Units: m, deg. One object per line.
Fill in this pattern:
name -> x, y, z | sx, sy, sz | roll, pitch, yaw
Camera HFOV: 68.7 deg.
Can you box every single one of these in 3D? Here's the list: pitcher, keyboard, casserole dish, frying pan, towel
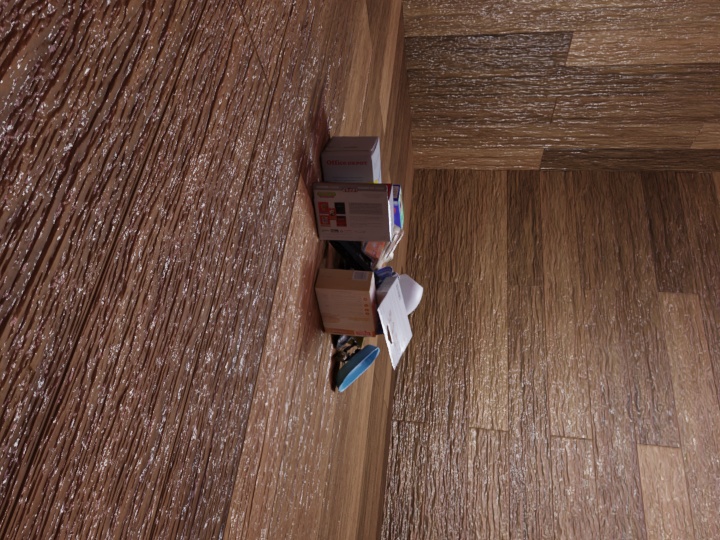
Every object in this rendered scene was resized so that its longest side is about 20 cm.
pitcher -> 0.115, 0.109, 1.776 | 0.201, 0.121, 0.171 | -51, 162, 1
keyboard -> -0.017, -0.035, 1.457 | 0.021, 0.200, 0.128 | -38, 166, -25
casserole dish -> -0.015, 0.311, 1.711 | 0.199, 0.039, 0.122 | -38, 157, -35
frying pan -> -0.039, 0.170, 1.642 | 0.115, 0.031, 0.192 | -43, 156, -36
towel -> 0.050, 0.097, 1.597 | 0.144, 0.024, 0.204 | -25, -124, 57

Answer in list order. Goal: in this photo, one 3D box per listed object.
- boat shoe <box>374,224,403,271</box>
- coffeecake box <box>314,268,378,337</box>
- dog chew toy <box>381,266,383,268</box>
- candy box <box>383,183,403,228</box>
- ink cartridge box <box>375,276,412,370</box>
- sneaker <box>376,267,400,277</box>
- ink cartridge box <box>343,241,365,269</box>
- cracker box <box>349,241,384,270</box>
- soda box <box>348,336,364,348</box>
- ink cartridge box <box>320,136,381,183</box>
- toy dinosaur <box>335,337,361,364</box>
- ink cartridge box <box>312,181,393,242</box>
boat shoe -> 0.080, -0.055, 1.728 | 0.202, 0.064, 0.071 | -62, -157, 0
coffeecake box -> -0.034, 0.093, 1.463 | 0.202, 0.151, 0.074 | 82, 15, -46
dog chew toy -> 0.045, 0.031, 2.013 | 0.125, 0.122, 0.203 | 66, 20, -68
candy box -> 0.069, -0.227, 1.916 | 0.201, 0.166, 0.078 | 74, 25, -61
ink cartridge box -> 0.083, 0.147, 1.473 | 0.174, 0.043, 0.203 | -50, 131, -53
sneaker -> 0.081, 0.093, 1.660 | 0.074, 0.079, 0.204 | 42, 54, -77
ink cartridge box -> -0.004, -0.069, 1.813 | 0.200, 0.074, 0.168 | -60, 152, -67
cracker box -> 0.000, 0.000, 1.646 | 0.201, 0.057, 0.134 | -59, -176, 28
soda box -> -0.004, 0.166, 1.747 | 0.202, 0.067, 0.064 | 102, 8, -45
ink cartridge box -> -0.019, -0.259, 1.482 | 0.146, 0.143, 0.203 | -74, 163, -53
toy dinosaur -> -0.039, 0.274, 1.728 | 0.088, 0.048, 0.200 | -40, 163, -7
ink cartridge box -> -0.015, -0.171, 1.369 | 0.085, 0.196, 0.178 | -76, 166, -48
